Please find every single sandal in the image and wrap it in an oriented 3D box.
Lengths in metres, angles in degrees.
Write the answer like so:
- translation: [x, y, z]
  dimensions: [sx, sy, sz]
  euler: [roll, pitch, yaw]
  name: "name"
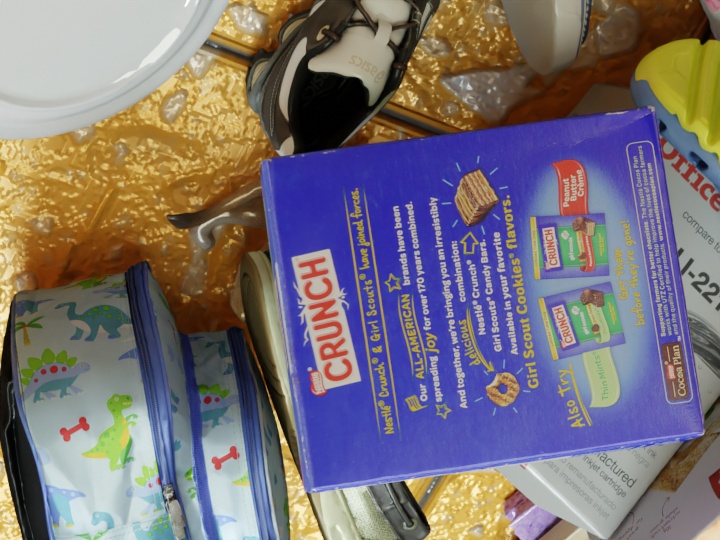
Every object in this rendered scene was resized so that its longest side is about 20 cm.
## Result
- translation: [0.215, -0.039, 1.503]
  dimensions: [0.200, 0.080, 0.087]
  euler: [40, 139, -7]
  name: "sandal"

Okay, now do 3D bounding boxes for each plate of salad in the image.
- translation: [-0.152, -0.152, 1.473]
  dimensions: [0.200, 0.048, 0.200]
  euler: [-21, 140, -19]
  name: "plate of salad"

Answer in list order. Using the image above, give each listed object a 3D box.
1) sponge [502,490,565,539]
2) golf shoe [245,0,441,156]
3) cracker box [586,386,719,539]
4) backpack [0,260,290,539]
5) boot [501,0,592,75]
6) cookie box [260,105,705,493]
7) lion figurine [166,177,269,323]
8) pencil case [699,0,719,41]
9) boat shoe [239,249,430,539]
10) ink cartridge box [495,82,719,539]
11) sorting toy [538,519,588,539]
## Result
- translation: [0.193, 0.167, 1.750]
  dimensions: [0.112, 0.030, 0.200]
  euler: [-42, 118, 17]
  name: "sponge"
- translation: [0.013, -0.136, 1.491]
  dimensions: [0.078, 0.095, 0.200]
  euler: [21, 116, -19]
  name: "golf shoe"
- translation: [0.186, 0.109, 1.581]
  dimensions: [0.134, 0.200, 0.058]
  euler: [-43, 112, 13]
  name: "cracker box"
- translation: [-0.117, 0.100, 1.573]
  dimensions: [0.146, 0.183, 0.201]
  euler: [-14, 113, -2]
  name: "backpack"
- translation: [0.122, -0.194, 1.488]
  dimensions: [0.090, 0.073, 0.200]
  euler: [-21, 136, -17]
  name: "boot"
- translation: [0.058, 0.016, 1.453]
  dimensions: [0.199, 0.075, 0.172]
  euler: [-7, 83, -5]
  name: "cookie box"
- translation: [0.000, 0.000, 1.590]
  dimensions: [0.122, 0.073, 0.200]
  euler: [-40, 117, 14]
  name: "lion figurine"
- translation: [0.223, -0.136, 1.522]
  dimensions: [0.083, 0.091, 0.200]
  euler: [-29, 122, -11]
  name: "pencil case"
- translation: [-0.013, 0.070, 1.556]
  dimensions: [0.065, 0.073, 0.200]
  euler: [-20, 119, -6]
  name: "boat shoe"
- translation: [0.131, 0.019, 1.562]
  dimensions: [0.144, 0.084, 0.200]
  euler: [43, 80, -24]
  name: "ink cartridge box"
- translation: [0.155, 0.257, 1.751]
  dimensions: [0.198, 0.070, 0.200]
  euler: [30, 126, -22]
  name: "sorting toy"
